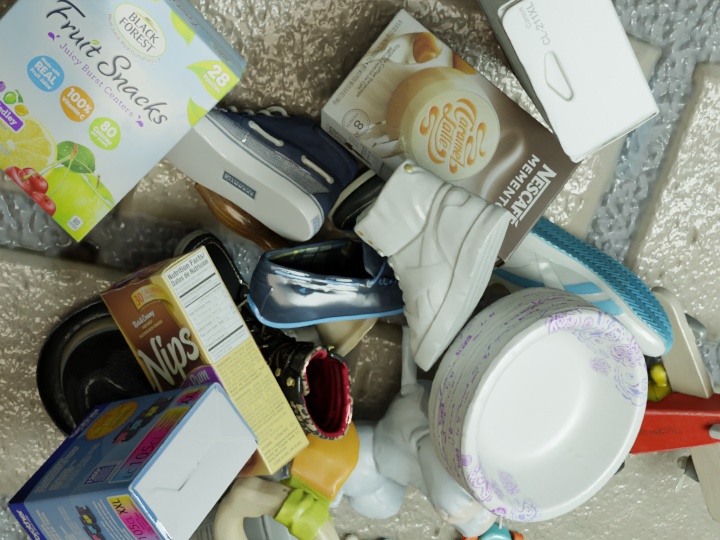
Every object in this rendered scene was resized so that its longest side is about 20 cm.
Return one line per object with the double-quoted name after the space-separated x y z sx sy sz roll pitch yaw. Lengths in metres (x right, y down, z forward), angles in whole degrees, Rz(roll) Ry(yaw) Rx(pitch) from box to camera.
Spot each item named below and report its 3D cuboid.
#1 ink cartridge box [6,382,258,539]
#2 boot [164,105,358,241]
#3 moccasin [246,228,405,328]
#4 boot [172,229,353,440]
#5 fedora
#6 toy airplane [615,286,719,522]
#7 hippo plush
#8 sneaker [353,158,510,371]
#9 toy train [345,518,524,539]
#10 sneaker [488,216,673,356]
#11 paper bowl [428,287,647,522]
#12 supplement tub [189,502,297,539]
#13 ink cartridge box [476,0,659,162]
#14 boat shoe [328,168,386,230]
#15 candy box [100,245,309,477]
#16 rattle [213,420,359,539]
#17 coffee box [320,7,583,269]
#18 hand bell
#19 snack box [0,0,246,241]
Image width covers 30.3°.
-0.204 0.175 1.131 0.198 0.137 0.077 -16 114 40 "ink cartridge box"
-0.101 -0.114 1.176 0.199 0.091 0.073 37 145 0 "boot"
0.000 0.000 1.154 0.198 0.081 0.069 -16 133 -28 "moccasin"
-0.088 0.063 1.210 0.073 0.149 0.203 -35 125 -33 "boot"
-0.214 0.129 1.262 0.197 0.092 0.204 -4 118 -7 "fedora"
0.327 0.133 1.319 0.198 0.141 0.202 33 127 11 "toy airplane"
0.035 0.193 1.295 0.159 0.161 0.200 -25 138 18 "hippo plush"
0.047 -0.009 1.097 0.115 0.074 0.201 32 141 14 "sneaker"
0.080 0.318 1.424 0.198 0.056 0.151 -30 118 8 "toy train"
0.204 0.024 1.259 0.199 0.076 0.081 34 115 9 "sneaker"
0.150 0.113 1.191 0.198 0.104 0.204 -12 114 -27 "paper bowl"
-0.151 0.308 1.343 0.197 0.132 0.133 -19 118 2 "supplement tub"
0.155 -0.200 1.087 0.082 0.201 0.147 -28 118 7 "ink cartridge box"
0.067 -0.073 1.204 0.197 0.067 0.075 -25 160 -1 "boat shoe"
-0.140 0.086 1.181 0.056 0.116 0.202 -34 102 -37 "candy box"
-0.070 0.253 1.261 0.128 0.144 0.202 4 126 3 "rattle"
0.076 -0.109 1.131 0.199 0.080 0.115 39 84 1 "coffee box"
-0.071 -0.019 1.225 0.200 0.104 0.104 41 106 -12 "hand bell"
-0.219 -0.154 1.081 0.200 0.068 0.169 -43 105 14 "snack box"
